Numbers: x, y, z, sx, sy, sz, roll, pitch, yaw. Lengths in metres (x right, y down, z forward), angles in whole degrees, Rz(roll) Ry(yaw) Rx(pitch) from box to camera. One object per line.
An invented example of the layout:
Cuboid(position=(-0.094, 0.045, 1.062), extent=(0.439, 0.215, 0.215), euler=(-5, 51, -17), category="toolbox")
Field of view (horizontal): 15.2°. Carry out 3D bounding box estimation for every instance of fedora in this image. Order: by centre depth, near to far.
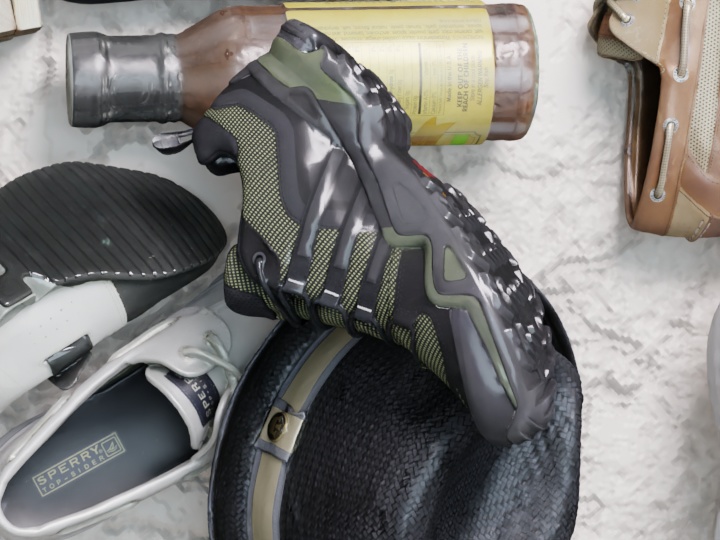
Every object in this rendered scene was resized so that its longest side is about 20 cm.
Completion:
Cuboid(position=(0.036, 0.089, 1.127), extent=(0.201, 0.092, 0.201), euler=(-5, 101, -31), category="fedora")

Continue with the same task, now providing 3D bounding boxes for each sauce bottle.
Cuboid(position=(-0.026, -0.084, 1.156), extent=(0.200, 0.065, 0.065), euler=(-1, 91, -8), category="sauce bottle")

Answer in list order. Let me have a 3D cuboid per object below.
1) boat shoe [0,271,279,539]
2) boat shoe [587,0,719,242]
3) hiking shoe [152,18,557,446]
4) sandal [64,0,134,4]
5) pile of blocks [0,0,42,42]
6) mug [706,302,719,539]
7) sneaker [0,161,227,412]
Cuboid(position=(-0.075, 0.052, 1.147), extent=(0.200, 0.066, 0.072), euler=(-28, 95, -8), category="boat shoe")
Cuboid(position=(0.139, -0.110, 1.180), extent=(0.072, 0.076, 0.200), euler=(-6, 90, -8), category="boat shoe")
Cuboid(position=(0.000, 0.000, 1.086), extent=(0.101, 0.076, 0.200), euler=(-38, 69, 12), category="hiking shoe")
Cuboid(position=(-0.042, -0.153, 1.150), extent=(0.200, 0.045, 0.075), euler=(-9, 64, -8), category="sandal")
Cuboid(position=(-0.196, -0.061, 1.127), extent=(0.082, 0.062, 0.200), euler=(24, 86, -10), category="pile of blocks")
Cuboid(position=(0.218, 0.088, 1.152), extent=(0.148, 0.175, 0.200), euler=(6, 125, -35), category="mug")
Cuboid(position=(-0.146, 0.017, 1.125), extent=(0.200, 0.089, 0.074), euler=(-20, 56, -38), category="sneaker")
